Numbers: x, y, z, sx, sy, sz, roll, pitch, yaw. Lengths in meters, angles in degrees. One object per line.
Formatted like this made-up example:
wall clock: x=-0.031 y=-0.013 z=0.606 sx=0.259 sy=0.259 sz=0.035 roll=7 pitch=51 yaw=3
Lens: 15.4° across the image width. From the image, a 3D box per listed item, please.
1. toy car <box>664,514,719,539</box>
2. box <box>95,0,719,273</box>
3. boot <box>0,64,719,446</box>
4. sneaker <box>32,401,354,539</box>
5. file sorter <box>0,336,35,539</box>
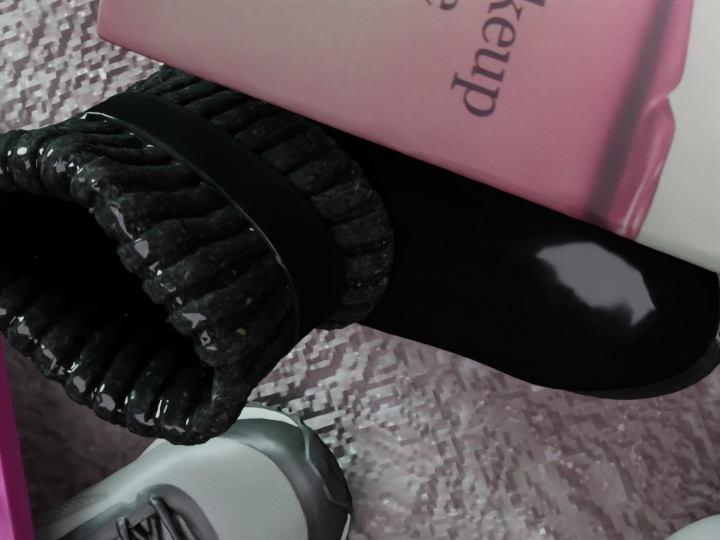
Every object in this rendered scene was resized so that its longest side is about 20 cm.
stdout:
toy car: x=0.170 y=0.106 z=0.732 sx=0.174 sy=0.200 sz=0.151 roll=13 pitch=107 yaw=-4
box: x=0.044 y=-0.101 z=0.752 sx=0.199 sy=0.109 sz=0.128 roll=21 pitch=114 yaw=13
boot: x=-0.001 y=0.002 z=0.777 sx=0.210 sy=0.158 sz=0.080 roll=20 pitch=114 yaw=13
sneaker: x=-0.088 y=0.108 z=0.893 sx=0.199 sy=0.079 sz=0.074 roll=-26 pitch=96 yaw=25
file sorter: x=-0.205 y=0.034 z=0.845 sx=0.138 sy=0.125 sz=0.201 roll=-17 pitch=77 yaw=25
